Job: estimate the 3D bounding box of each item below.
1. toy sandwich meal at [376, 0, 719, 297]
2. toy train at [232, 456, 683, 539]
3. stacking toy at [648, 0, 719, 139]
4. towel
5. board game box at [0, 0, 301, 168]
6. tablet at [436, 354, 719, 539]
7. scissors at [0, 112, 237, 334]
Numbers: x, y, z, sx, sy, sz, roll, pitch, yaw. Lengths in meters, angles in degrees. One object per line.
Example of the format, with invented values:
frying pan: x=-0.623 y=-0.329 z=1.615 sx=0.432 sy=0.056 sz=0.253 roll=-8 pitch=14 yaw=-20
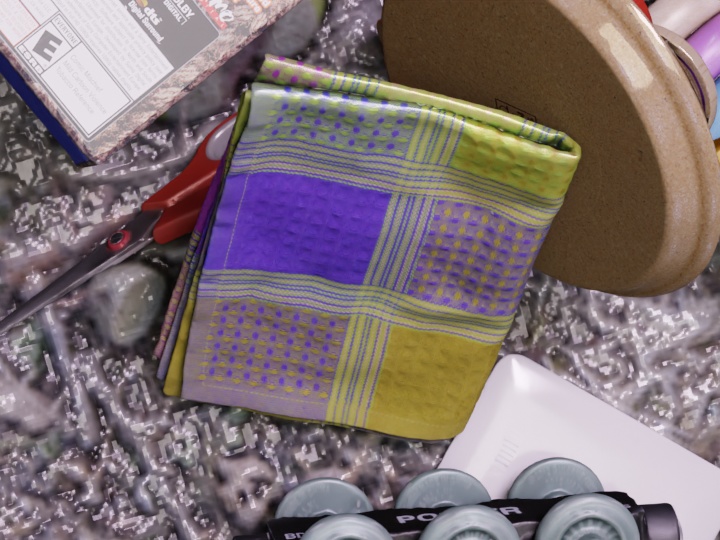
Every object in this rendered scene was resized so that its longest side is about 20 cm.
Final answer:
toy sandwich meal: x=0.087 y=-0.075 z=1.072 sx=0.070 sy=0.205 sz=0.205 roll=-37 pitch=98 yaw=-27
toy train: x=0.042 y=0.147 z=1.116 sx=0.200 sy=0.085 sz=0.114 roll=-4 pitch=101 yaw=-10
stacking toy: x=0.192 y=-0.035 z=1.117 sx=0.085 sy=0.085 sz=0.200 roll=-41 pitch=78 yaw=-7
towel: x=0.000 y=0.000 z=1.083 sx=0.144 sy=0.200 sz=0.023 roll=13 pitch=46 yaw=-8
board game box: x=-0.088 y=-0.166 z=1.088 sx=0.200 sy=0.097 sz=0.159 roll=-39 pitch=97 yaw=-7
tablet: x=0.072 y=0.153 z=1.166 sx=0.130 sy=0.014 sz=0.200 roll=30 pitch=87 yaw=-10
scissors: x=-0.094 y=-0.021 z=1.128 sx=0.200 sy=0.073 sz=0.014 roll=-26 pitch=133 yaw=13
